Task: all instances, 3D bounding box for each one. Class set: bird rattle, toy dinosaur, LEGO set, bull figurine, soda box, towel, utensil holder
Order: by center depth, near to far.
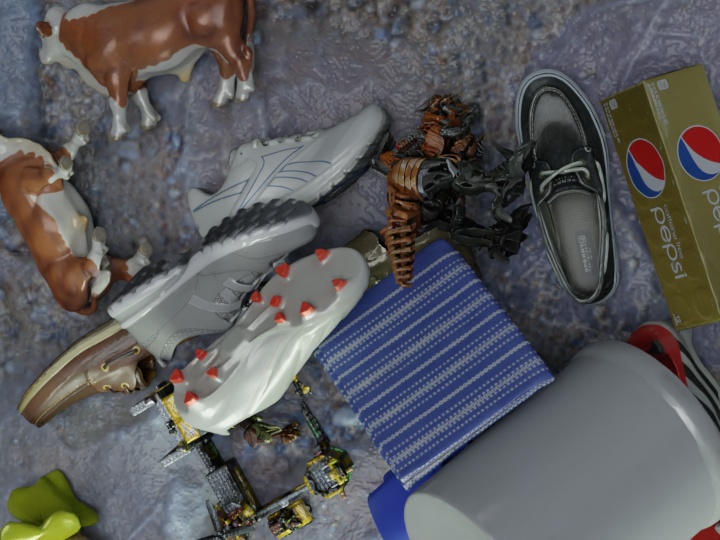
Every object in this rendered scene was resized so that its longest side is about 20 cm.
[{"bbox_3d":[0.156,0.176,1.476,0.200,0.170,0.170,-34,91,-24],"label":"utensil holder"},{"bbox_3d":[0.051,0.069,1.522,0.145,0.200,0.024,-37,132,1],"label":"towel"},{"bbox_3d":[0.265,-0.058,1.563,0.064,0.068,0.201,-18,89,-27],"label":"soda box"},{"bbox_3d":[0.067,-0.061,1.565,0.135,0.102,0.201,13,69,13],"label":"toy dinosaur"},{"bbox_3d":[-0.179,-0.183,1.637,0.199,0.065,0.122,-15,98,15],"label":"bull figurine"},{"bbox_3d":[-0.102,0.144,1.642,0.153,0.116,0.201,-22,93,11],"label":"LEGO set"},{"bbox_3d":[-0.265,-0.058,1.664,0.121,0.065,0.201,-22,102,44],"label":"bull figurine"},{"bbox_3d":[-0.251,0.282,1.716,0.200,0.113,0.163,44,114,-11],"label":"bird rattle"}]

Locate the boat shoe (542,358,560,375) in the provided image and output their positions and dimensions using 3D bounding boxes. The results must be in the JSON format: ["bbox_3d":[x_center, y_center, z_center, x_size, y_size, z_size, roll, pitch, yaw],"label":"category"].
[{"bbox_3d":[0.152,0.116,1.620,0.200,0.074,0.066,35,97,5],"label":"boat shoe"}]

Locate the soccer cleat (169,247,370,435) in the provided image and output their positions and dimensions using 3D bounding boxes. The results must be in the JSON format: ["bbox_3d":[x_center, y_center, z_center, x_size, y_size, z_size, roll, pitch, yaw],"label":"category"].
[{"bbox_3d":[-0.066,0.056,1.563,0.200,0.078,0.069,-40,49,10],"label":"soccer cleat"}]

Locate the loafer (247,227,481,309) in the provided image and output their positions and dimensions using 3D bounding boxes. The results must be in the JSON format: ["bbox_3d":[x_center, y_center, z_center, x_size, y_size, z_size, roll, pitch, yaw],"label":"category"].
[{"bbox_3d":[0.000,0.000,1.635,0.199,0.076,0.068,-11,94,1],"label":"loafer"}]

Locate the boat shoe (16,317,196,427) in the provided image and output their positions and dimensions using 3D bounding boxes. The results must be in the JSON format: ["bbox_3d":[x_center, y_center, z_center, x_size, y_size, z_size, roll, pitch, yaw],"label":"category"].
[{"bbox_3d":[-0.210,0.078,1.677,0.200,0.072,0.068,-38,88,9],"label":"boat shoe"}]

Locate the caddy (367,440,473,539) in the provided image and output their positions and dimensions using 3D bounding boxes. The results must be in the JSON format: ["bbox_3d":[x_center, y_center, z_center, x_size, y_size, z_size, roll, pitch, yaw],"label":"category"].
[{"bbox_3d":[0.098,0.217,1.607,0.105,0.141,0.200,-35,91,15],"label":"caddy"}]

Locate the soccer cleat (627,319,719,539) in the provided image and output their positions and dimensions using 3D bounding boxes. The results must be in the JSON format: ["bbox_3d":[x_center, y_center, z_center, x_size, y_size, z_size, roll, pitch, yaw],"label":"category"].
[{"bbox_3d":[0.275,0.134,1.593,0.068,0.085,0.201,-22,87,40],"label":"soccer cleat"}]

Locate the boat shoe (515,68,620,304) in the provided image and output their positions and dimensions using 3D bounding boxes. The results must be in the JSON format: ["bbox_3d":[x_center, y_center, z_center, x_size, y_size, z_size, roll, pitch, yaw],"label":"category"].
[{"bbox_3d":[0.175,-0.069,1.594,0.072,0.071,0.201,-16,93,11],"label":"boat shoe"}]

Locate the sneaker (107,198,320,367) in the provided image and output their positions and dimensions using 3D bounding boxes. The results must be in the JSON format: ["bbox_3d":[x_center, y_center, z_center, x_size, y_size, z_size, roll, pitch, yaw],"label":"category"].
[{"bbox_3d":[-0.109,0.008,1.602,0.199,0.075,0.082,-29,105,23],"label":"sneaker"}]

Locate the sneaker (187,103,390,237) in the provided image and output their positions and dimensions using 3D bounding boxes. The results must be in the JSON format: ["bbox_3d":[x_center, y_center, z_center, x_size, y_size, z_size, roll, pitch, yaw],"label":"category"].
[{"bbox_3d":[-0.063,-0.083,1.634,0.200,0.074,0.087,-35,85,11],"label":"sneaker"}]
